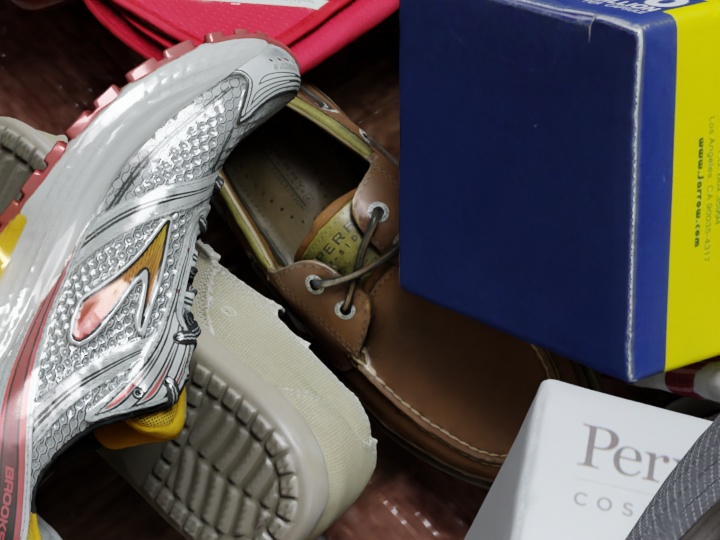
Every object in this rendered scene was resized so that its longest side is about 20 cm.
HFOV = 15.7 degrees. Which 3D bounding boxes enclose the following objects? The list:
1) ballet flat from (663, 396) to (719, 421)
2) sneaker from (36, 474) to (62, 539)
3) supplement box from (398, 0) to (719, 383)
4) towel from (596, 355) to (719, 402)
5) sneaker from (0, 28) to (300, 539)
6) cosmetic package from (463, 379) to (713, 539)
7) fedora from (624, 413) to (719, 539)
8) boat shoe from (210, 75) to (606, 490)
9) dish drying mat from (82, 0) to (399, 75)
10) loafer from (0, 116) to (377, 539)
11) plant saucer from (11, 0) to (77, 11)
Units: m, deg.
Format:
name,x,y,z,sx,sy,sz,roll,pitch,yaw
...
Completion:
name,x,y,z,sx,sy,sz,roll,pitch,yaw
ballet flat,0.154,0.054,0.902,0.200,0.069,0.069,-20,64,-21
sneaker,-0.117,0.120,0.797,0.092,0.076,0.200,0,59,-16
supplement box,0.121,-0.051,0.828,0.200,0.110,0.109,-14,23,-36
towel,0.162,0.022,0.835,0.144,0.200,0.023,-13,98,-17
sneaker,-0.078,0.012,0.796,0.082,0.078,0.200,36,74,-1
cosmetic package,0.096,0.169,0.749,0.165,0.165,0.200,14,56,-3
fedora,0.124,0.109,0.619,0.090,0.177,0.200,45,46,-18
boat shoe,0.000,0.000,0.876,0.072,0.068,0.200,-48,59,3
dish drying mat,-0.008,-0.121,0.933,0.077,0.018,0.200,33,46,20
loafer,-0.069,0.024,0.870,0.200,0.076,0.068,47,23,29
plant saucer,-0.088,-0.194,1.023,0.200,0.037,0.200,-23,65,-22
